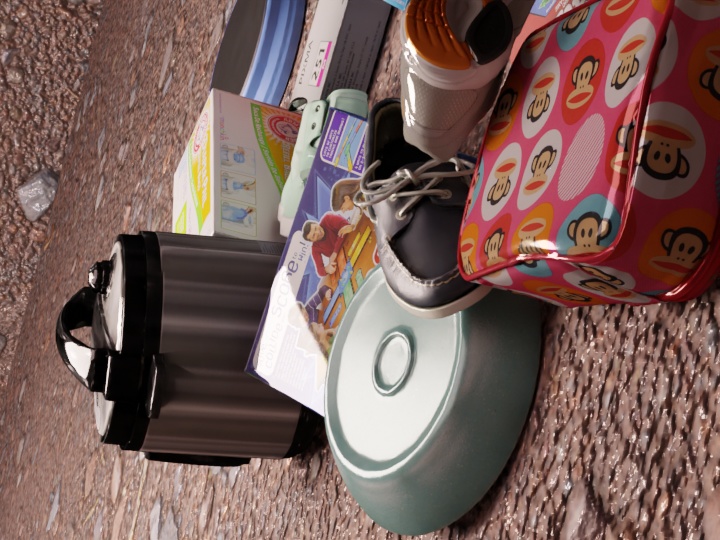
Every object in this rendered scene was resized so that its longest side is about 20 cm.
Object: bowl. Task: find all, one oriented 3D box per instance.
[{"bbox_3d":[-0.112,-0.222,1.744,0.201,0.039,0.201,-165,90,-72],"label":"bowl"}]

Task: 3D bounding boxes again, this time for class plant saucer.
[{"bbox_3d":[0.032,0.060,1.029,0.200,0.036,0.200,-32,49,47],"label":"plant saucer"}]

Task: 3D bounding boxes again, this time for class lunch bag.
[{"bbox_3d":[0.126,-0.073,0.856,0.200,0.082,0.176,173,112,-71],"label":"lunch bag"}]

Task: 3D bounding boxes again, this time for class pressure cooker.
[{"bbox_3d":[-0.135,0.055,1.301,0.176,0.200,0.179,124,148,-61],"label":"pressure cooker"}]

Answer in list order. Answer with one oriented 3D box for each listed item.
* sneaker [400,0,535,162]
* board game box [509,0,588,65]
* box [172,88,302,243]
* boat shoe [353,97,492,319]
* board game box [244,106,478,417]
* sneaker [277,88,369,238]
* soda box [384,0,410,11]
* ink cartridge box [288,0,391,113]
[{"bbox_3d":[0.061,-0.141,0.978,0.200,0.076,0.092,-60,-12,-48],"label":"sneaker"},{"bbox_3d":[0.141,-0.186,0.987,0.200,0.019,0.103,125,145,-45],"label":"board game box"},{"bbox_3d":[-0.100,-0.049,1.470,0.200,0.101,0.113,-96,28,-48],"label":"box"},{"bbox_3d":[0.037,-0.043,1.005,0.200,0.075,0.062,-95,-17,-58],"label":"boat shoe"},{"bbox_3d":[0.000,0.000,1.157,0.135,0.034,0.200,26,100,46],"label":"board game box"},{"bbox_3d":[-0.021,-0.082,1.299,0.200,0.074,0.118,-143,64,-73],"label":"sneaker"},{"bbox_3d":[0.045,-0.227,1.248,0.200,0.064,0.068,-131,58,-68],"label":"soda box"},{"bbox_3d":[-0.017,-0.231,1.469,0.174,0.043,0.200,-154,80,-70],"label":"ink cartridge box"}]
